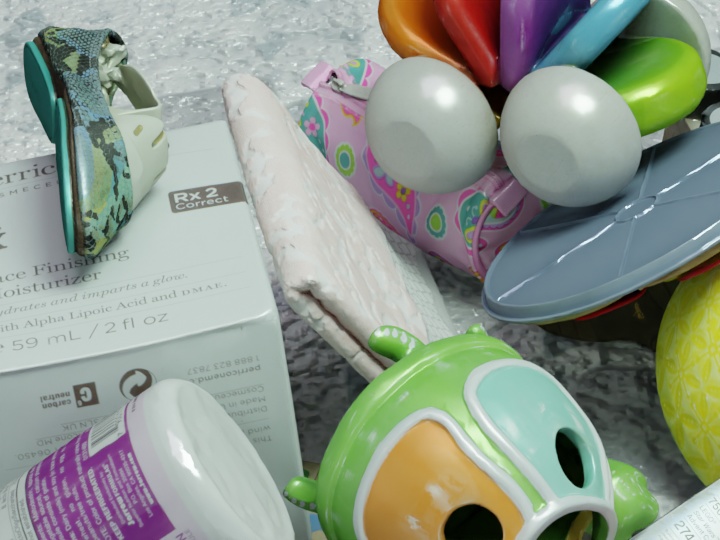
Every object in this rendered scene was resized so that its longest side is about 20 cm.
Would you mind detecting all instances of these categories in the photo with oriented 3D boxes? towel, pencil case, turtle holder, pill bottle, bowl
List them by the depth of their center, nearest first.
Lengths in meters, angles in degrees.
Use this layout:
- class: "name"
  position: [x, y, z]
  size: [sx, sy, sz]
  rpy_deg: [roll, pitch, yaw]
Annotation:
- class: "pill bottle"
  position: [-0.140, 0.150, 1.236]
  size: [0.199, 0.112, 0.113]
  rpy_deg: [-35, 35, 11]
- class: "turtle holder"
  position: [0.065, 0.118, 1.292]
  size: [0.131, 0.186, 0.141]
  rpy_deg: [35, 81, 36]
- class: "bowl"
  position: [0.262, 0.035, 1.330]
  size: [0.198, 0.108, 0.202]
  rpy_deg: [3, 61, -5]
- class: "towel"
  position: [0.000, 0.000, 1.417]
  size: [0.032, 0.191, 0.201]
  rpy_deg: [-37, 37, 12]
- class: "pencil case"
  position: [0.040, -0.063, 1.569]
  size: [0.087, 0.088, 0.200]
  rpy_deg: [-27, 41, -27]

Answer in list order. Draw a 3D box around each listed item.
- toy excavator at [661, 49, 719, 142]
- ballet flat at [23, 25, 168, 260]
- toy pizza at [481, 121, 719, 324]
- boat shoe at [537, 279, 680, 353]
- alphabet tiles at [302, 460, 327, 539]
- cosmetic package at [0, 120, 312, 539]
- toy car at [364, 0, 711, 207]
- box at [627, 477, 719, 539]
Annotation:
- class: "toy excavator"
  position: [0.292, -0.051, 1.528]
  size: [0.198, 0.101, 0.195]
  rpy_deg: [-4, 37, -13]
- class: "ballet flat"
  position: [-0.135, -0.075, 1.340]
  size: [0.074, 0.075, 0.201]
  rpy_deg: [-11, 37, -8]
- class: "toy pizza"
  position: [0.158, -0.021, 1.385]
  size: [0.199, 0.032, 0.200]
  rpy_deg: [-28, 16, 9]
- class: "boat shoe"
  position: [0.187, 0.012, 1.464]
  size: [0.199, 0.072, 0.068]
  rpy_deg: [16, 43, 29]
- class: "alphabet tiles"
  position: [-0.035, 0.169, 1.333]
  size: [0.166, 0.008, 0.200]
  rpy_deg: [7, 38, 16]
- class: "cosmetic package"
  position: [-0.125, 0.050, 1.363]
  size: [0.163, 0.166, 0.200]
  rpy_deg: [-11, 34, -5]
- class: "toy car"
  position: [0.100, -0.135, 1.452]
  size: [0.199, 0.151, 0.175]
  rpy_deg: [7, 32, 30]
- class: "box"
  position: [0.200, 0.191, 1.149]
  size: [0.136, 0.040, 0.201]
  rpy_deg: [-32, 73, -15]
